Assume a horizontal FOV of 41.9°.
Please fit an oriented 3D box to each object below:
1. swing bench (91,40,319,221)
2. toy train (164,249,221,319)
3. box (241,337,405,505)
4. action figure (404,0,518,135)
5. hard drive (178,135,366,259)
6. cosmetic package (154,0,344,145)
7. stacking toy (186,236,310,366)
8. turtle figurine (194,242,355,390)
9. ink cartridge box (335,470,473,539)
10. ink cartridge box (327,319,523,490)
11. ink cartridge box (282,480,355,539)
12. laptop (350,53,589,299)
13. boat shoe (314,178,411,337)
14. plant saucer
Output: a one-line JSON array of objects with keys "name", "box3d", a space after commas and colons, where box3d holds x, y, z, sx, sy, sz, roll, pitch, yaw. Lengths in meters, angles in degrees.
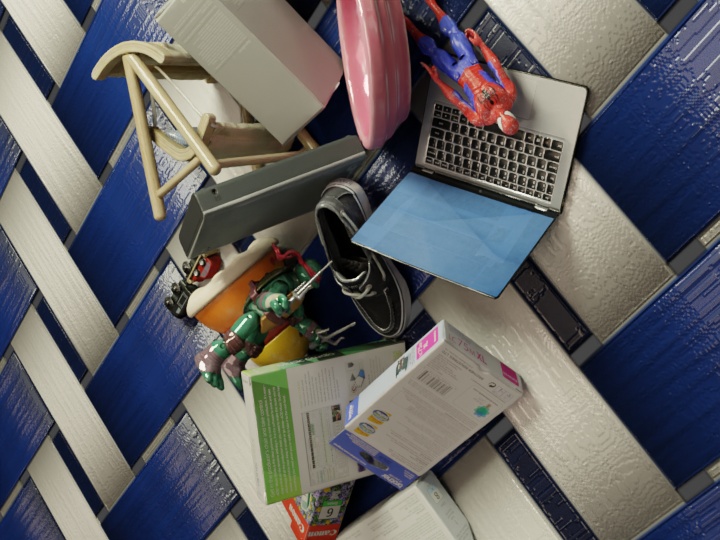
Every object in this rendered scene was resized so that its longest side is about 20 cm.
[{"name": "swing bench", "box3d": [-0.176, -0.184, 1.111, 0.129, 0.197, 0.203, -30, 81, 36]}, {"name": "toy train", "box3d": [-0.213, -0.010, 1.276, 0.046, 0.034, 0.202, 44, 122, 19]}, {"name": "box", "box3d": [-0.032, 0.168, 1.069, 0.036, 0.196, 0.148, 5, 103, 63]}, {"name": "action figure", "box3d": [0.101, -0.212, 0.963, 0.065, 0.052, 0.202, -37, 66, 8]}, {"name": "hard drive", "box3d": [-0.100, -0.082, 1.044, 0.033, 0.197, 0.140, 62, 156, 9]}, {"name": "cosmetic package", "box3d": [-0.118, -0.255, 1.059, 0.089, 0.108, 0.200, -31, 111, 35]}, {"name": "stacking toy", "box3d": [-0.108, 0.073, 1.176, 0.145, 0.146, 0.201, -36, 96, 36]}, {"name": "turtle figurine", "box3d": [-0.092, 0.053, 1.067, 0.199, 0.149, 0.101, -42, 55, 11]}, {"name": "ink cartridge box", "box3d": [0.083, 0.360, 1.117, 0.160, 0.047, 0.201, -41, 84, 34]}, {"name": "ink cartridge box", "box3d": [0.067, 0.152, 1.033, 0.118, 0.042, 0.200, 34, 118, -21]}, {"name": "ink cartridge box", "box3d": [-0.063, 0.277, 1.178, 0.109, 0.049, 0.204, 46, 126, 51]}, {"name": "laptop", "box3d": [0.108, -0.105, 0.958, 0.185, 0.115, 0.205, 21, 111, 32]}, {"name": "boat shoe", "box3d": [0.000, 0.000, 1.050, 0.070, 0.068, 0.203, -5, 121, 26]}, {"name": "plant saucer", "box3d": [0.014, -0.233, 0.991, 0.050, 0.200, 0.206, -9, 94, -5]}]
